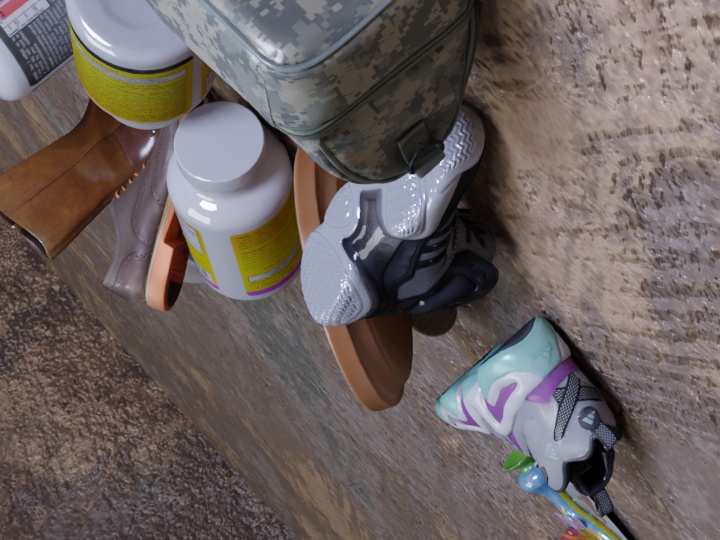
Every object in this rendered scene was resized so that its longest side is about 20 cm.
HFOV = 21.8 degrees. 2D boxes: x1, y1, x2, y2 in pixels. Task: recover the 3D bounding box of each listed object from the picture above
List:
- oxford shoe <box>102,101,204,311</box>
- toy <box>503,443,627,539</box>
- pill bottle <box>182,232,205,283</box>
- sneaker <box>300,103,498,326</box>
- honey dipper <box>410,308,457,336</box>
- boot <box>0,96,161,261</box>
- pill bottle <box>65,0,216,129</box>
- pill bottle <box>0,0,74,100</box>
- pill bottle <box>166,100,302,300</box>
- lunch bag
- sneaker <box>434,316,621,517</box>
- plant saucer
[{"bbox_3d":[-0.180,-0.070,1.623,0.072,0.202,0.071,13,-176,11],"label":"oxford shoe"},{"bbox_3d":[0.183,0.226,1.521,0.200,0.047,0.115,52,169,-8],"label":"toy"},{"bbox_3d":[-0.162,-0.043,1.784,0.111,0.111,0.200,52,167,-10],"label":"pill bottle"},{"bbox_3d":[0.048,-0.036,1.191,0.200,0.113,0.076,-51,49,43],"label":"sneaker"},{"bbox_3d":[0.030,0.025,1.511,0.038,0.038,0.200,53,171,-13],"label":"honey dipper"},{"bbox_3d":[-0.263,-0.120,1.707,0.188,0.200,0.069,43,166,26],"label":"boot"},{"bbox_3d":[-0.161,-0.176,1.405,0.113,0.112,0.200,48,167,7],"label":"pill bottle"},{"bbox_3d":[-0.271,-0.208,1.487,0.116,0.200,0.116,46,166,15],"label":"pill bottle"},{"bbox_3d":[-0.103,-0.060,1.557,0.104,0.104,0.200,45,166,21],"label":"pill bottle"},{"bbox_3d":[-0.035,-0.150,0.995,0.200,0.139,0.168,44,165,25],"label":"lunch bag"},{"bbox_3d":[0.130,0.118,1.333,0.140,0.078,0.200,50,168,3],"label":"sneaker"},{"bbox_3d":[0.000,0.000,1.346,0.200,0.032,0.202,-16,-90,-78],"label":"plant saucer"}]
